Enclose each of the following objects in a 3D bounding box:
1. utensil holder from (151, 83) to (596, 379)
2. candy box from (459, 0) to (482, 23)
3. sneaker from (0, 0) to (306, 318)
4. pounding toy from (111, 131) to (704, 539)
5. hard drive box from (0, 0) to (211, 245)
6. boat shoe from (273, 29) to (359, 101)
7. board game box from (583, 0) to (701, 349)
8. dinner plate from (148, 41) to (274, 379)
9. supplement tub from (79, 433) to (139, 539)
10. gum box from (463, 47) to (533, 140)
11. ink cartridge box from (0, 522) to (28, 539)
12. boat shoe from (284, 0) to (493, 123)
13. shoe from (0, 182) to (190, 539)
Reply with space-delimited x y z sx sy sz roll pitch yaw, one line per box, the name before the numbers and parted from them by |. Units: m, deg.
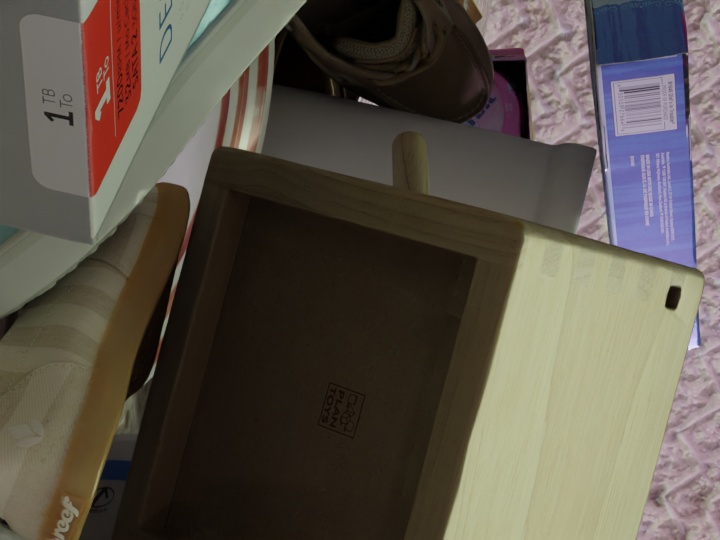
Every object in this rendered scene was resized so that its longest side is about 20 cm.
utensil holder | 0.000 0.000 0.918 0.170 0.200 0.170 14 90 -85
candy box | 0.013 -0.173 1.049 0.117 0.056 0.200 61 14 -5
sneaker | -0.090 -0.072 0.620 0.200 0.082 0.074 -54 -163 -23
pounding toy | 0.016 0.038 0.683 0.142 0.200 0.184 13 92 -44
hard drive box | -0.076 -0.135 0.501 0.156 0.077 0.200 96 10 -48
boat shoe | -0.039 -0.059 1.078 0.068 0.072 0.200 -40 137 -71
board game box | 0.132 -0.098 0.895 0.200 0.043 0.199 76 10 -49
dinner plate | -0.086 -0.041 0.748 0.200 0.024 0.200 20 90 -73
supplement tub | -0.099 0.176 0.732 0.132 0.132 0.200 97 8 -47
gum box | 0.073 -0.027 1.102 0.114 0.066 0.200 -69 154 -80
ink cartridge box | -0.076 0.189 0.589 0.084 0.200 0.145 -36 -150 51
boat shoe | 0.006 -0.116 0.888 0.072 0.065 0.200 -41 138 11
shoe | -0.096 0.019 0.627 0.200 0.053 0.070 -80 -173 -64
